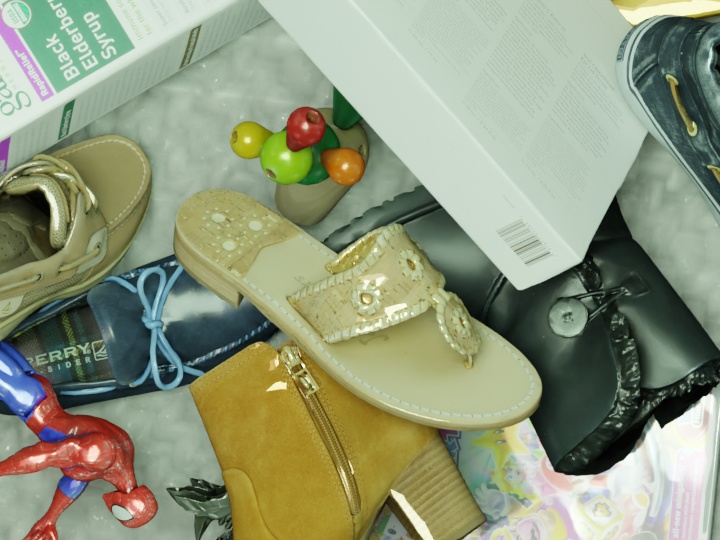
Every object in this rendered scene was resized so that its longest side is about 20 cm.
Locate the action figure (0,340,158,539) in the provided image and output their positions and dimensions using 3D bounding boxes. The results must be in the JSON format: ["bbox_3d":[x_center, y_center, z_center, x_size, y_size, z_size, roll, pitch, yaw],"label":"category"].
[{"bbox_3d":[-0.197,0.081,1.344,0.200,0.065,0.099,41,97,7],"label":"action figure"}]

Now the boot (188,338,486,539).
[{"bbox_3d":[-0.049,0.119,1.276,0.201,0.071,0.144,-35,80,-15],"label":"boot"}]

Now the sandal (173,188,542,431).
[{"bbox_3d":[-0.003,0.003,1.256,0.211,0.078,0.070,29,139,19],"label":"sandal"}]

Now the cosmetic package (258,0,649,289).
[{"bbox_3d":[0.057,-0.114,1.252,0.200,0.151,0.052,48,138,-16],"label":"cosmetic package"}]

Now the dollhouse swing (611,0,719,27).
[{"bbox_3d":[0.173,-0.219,1.274,0.174,0.182,0.202,-8,89,-7],"label":"dollhouse swing"}]

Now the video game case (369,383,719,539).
[{"bbox_3d":[0.091,0.111,1.364,0.198,0.018,0.144,6,92,13],"label":"video game case"}]

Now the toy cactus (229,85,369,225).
[{"bbox_3d":[-0.014,-0.089,1.327,0.102,0.201,0.165,26,135,-2],"label":"toy cactus"}]

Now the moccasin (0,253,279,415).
[{"bbox_3d":[-0.128,0.041,1.387,0.199,0.068,0.081,-24,85,12],"label":"moccasin"}]

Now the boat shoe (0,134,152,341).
[{"bbox_3d":[-0.165,-0.023,1.334,0.071,0.200,0.065,38,131,4],"label":"boat shoe"}]

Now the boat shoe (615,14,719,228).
[{"bbox_3d":[0.213,-0.047,1.261,0.200,0.091,0.071,43,78,-20],"label":"boat shoe"}]

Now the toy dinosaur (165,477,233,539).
[{"bbox_3d":[-0.043,0.169,1.365,0.198,0.102,0.137,-6,100,6],"label":"toy dinosaur"}]

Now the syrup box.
[{"bbox_3d":[-0.136,-0.135,1.342,0.199,0.081,0.079,-31,84,-17],"label":"syrup box"}]

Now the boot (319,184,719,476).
[{"bbox_3d":[0.071,0.035,1.321,0.199,0.076,0.169,-27,71,2],"label":"boot"}]
